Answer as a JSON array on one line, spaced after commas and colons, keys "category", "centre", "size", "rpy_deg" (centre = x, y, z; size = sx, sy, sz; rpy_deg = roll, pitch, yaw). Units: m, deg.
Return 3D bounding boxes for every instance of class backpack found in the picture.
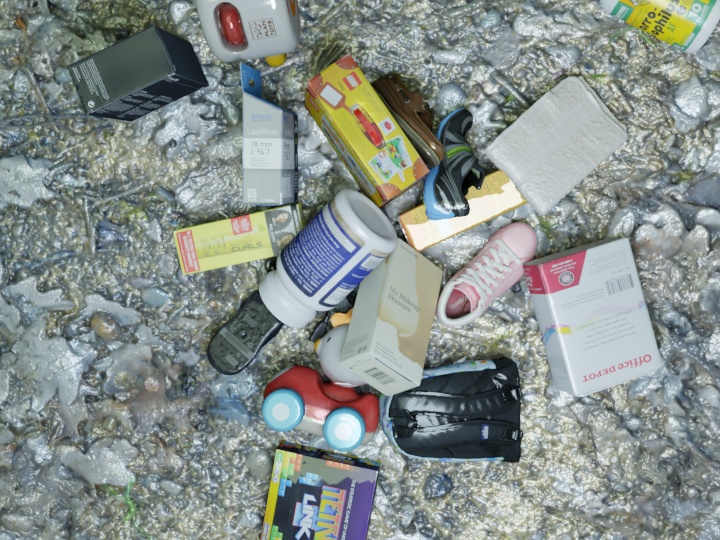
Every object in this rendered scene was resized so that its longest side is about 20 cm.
[{"category": "backpack", "centre": [0.127, 0.213, 1.560], "size": [0.199, 0.154, 0.164], "rpy_deg": [-8, 99, -21]}]

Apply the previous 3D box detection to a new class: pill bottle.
[{"category": "pill bottle", "centre": [-0.051, -0.014, 1.519], "size": [0.116, 0.116, 0.200], "rpy_deg": [46, 112, 0]}, {"category": "pill bottle", "centre": [0.412, -0.401, 1.480], "size": [0.199, 0.113, 0.113], "rpy_deg": [28, 98, 2]}]

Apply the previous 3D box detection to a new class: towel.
[{"category": "towel", "centre": [0.288, -0.186, 1.515], "size": [0.200, 0.034, 0.133], "rpy_deg": [-42, 90, -18]}]

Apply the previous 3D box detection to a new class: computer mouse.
[{"category": "computer mouse", "centre": [-0.135, 0.094, 1.618], "size": [0.140, 0.046, 0.201], "rpy_deg": [35, 86, 6]}]

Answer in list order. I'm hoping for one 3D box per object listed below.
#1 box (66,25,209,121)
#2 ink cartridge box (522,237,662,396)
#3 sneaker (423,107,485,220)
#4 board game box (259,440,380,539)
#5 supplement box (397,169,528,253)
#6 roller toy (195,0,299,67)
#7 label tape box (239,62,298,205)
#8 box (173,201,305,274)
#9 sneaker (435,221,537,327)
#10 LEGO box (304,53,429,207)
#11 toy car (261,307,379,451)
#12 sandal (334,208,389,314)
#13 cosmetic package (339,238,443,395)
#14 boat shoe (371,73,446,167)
[{"category": "box", "centre": [-0.318, -0.283, 1.519], "size": [0.140, 0.200, 0.079], "rpy_deg": [-21, 93, 7]}, {"category": "ink cartridge box", "centre": [0.339, 0.066, 1.530], "size": [0.147, 0.086, 0.201], "rpy_deg": [-16, 95, -11]}, {"category": "sneaker", "centre": [0.142, -0.151, 1.514], "size": [0.082, 0.071, 0.201], "rpy_deg": [5, 54, 11]}, {"category": "board game box", "centre": [-0.067, 0.385, 1.632], "size": [0.164, 0.057, 0.202], "rpy_deg": [11, 97, 6]}, {"category": "supplement box", "centre": [0.159, -0.094, 1.558], "size": [0.199, 0.067, 0.069], "rpy_deg": [-26, 93, 8]}, {"category": "roller toy", "centre": [-0.156, -0.398, 1.501], "size": [0.139, 0.182, 0.202], "rpy_deg": [-7, 95, 5]}, {"category": "label tape box", "centre": [-0.132, -0.199, 1.537], "size": [0.063, 0.144, 0.202], "rpy_deg": [1, 96, 6]}, {"category": "box", "centre": [-0.182, -0.049, 1.604], "size": [0.198, 0.050, 0.076], "rpy_deg": [-11, 95, 7]}, {"category": "sneaker", "centre": [0.188, 0.011, 1.547], "size": [0.200, 0.105, 0.075], "rpy_deg": [-44, 88, 7]}, {"category": "LEGO box", "centre": [0.005, -0.195, 1.514], "size": [0.077, 0.149, 0.201], "rpy_deg": [-35, 91, -6]}, {"category": "toy car", "centre": [-0.040, 0.145, 1.548], "size": [0.176, 0.184, 0.201], "rpy_deg": [17, 90, 4]}, {"category": "sandal", "centre": [-0.001, -0.001, 1.591], "size": [0.075, 0.048, 0.202], "rpy_deg": [7, 95, 4]}, {"category": "cosmetic package", "centre": [0.048, 0.066, 1.508], "size": [0.105, 0.201, 0.071], "rpy_deg": [34, 142, -28]}, {"category": "boat shoe", "centre": [0.073, -0.227, 1.506], "size": [0.068, 0.072, 0.200], "rpy_deg": [-35, 52, -4]}]
